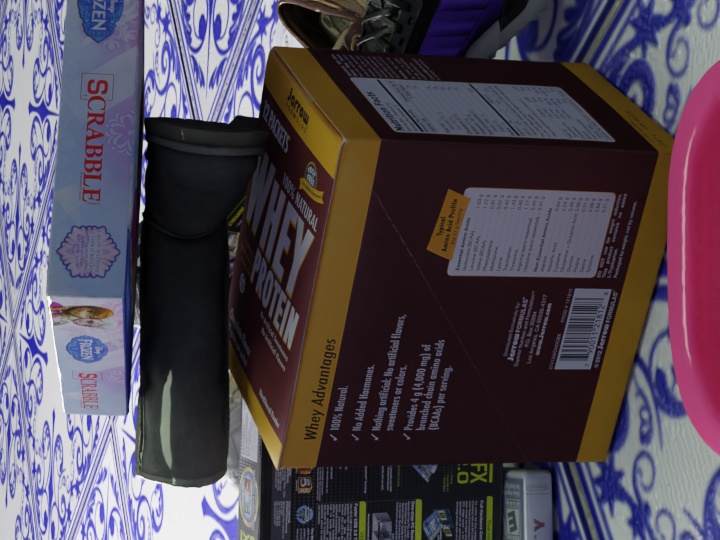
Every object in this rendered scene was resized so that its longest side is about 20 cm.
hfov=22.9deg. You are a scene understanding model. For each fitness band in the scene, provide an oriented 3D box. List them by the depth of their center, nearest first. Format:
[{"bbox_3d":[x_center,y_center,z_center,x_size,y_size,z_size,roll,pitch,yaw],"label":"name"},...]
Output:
[{"bbox_3d":[0.191,-0.008,0.840,0.144,0.037,0.201,174,98,-69],"label":"fitness band"}]

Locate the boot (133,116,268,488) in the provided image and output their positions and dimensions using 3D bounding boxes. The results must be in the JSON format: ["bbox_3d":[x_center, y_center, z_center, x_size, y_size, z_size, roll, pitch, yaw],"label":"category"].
[{"bbox_3d":[-0.097,0.020,0.984,0.182,0.072,0.200,164,114,-84],"label":"boot"}]

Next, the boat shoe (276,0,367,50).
[{"bbox_3d":[0.006,-0.141,1.239,0.200,0.072,0.072,51,139,37],"label":"boat shoe"}]

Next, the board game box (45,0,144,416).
[{"bbox_3d":[-0.142,-0.044,0.972,0.200,0.041,0.200,108,163,-68],"label":"board game box"}]

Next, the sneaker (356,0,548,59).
[{"bbox_3d":[0.026,-0.142,1.052,0.200,0.100,0.070,-51,41,-10],"label":"sneaker"}]

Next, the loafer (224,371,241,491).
[{"bbox_3d":[-0.030,0.070,1.211,0.070,0.200,0.070,12,137,57],"label":"loafer"}]

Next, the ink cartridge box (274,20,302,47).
[{"bbox_3d":[-0.012,-0.156,1.364,0.163,0.057,0.200,120,149,-51],"label":"ink cartridge box"}]

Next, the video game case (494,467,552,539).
[{"bbox_3d":[0.073,0.219,1.156,0.200,0.023,0.183,168,102,-68],"label":"video game case"}]

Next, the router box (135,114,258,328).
[{"bbox_3d":[-0.063,-0.029,1.218,0.200,0.149,0.051,-53,-35,-45],"label":"router box"}]

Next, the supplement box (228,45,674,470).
[{"bbox_3d":[0.045,-0.006,0.994,0.133,0.200,0.198,-124,40,-57],"label":"supplement box"}]

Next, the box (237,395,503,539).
[{"bbox_3d":[0.006,0.167,1.081,0.044,0.160,0.201,-174,84,-68],"label":"box"}]
